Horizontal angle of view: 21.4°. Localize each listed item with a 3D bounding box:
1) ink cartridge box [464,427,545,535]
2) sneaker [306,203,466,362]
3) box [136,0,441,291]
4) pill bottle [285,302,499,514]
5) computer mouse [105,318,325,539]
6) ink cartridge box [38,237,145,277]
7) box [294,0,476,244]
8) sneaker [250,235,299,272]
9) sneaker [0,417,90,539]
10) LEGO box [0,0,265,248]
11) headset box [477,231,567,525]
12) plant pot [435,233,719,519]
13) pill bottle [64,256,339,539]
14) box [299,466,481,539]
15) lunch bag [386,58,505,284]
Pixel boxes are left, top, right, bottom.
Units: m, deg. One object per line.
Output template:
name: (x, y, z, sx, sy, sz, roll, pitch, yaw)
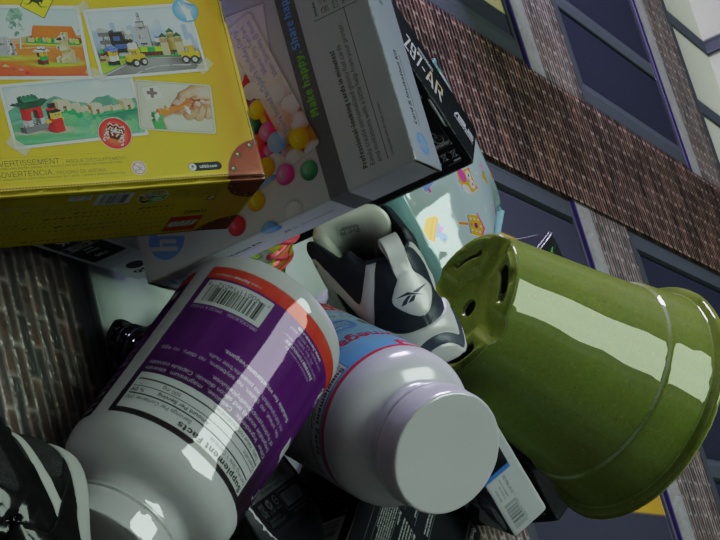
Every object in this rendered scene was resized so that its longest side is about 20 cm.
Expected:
ink cartridge box: (0.060, 0.142, 1.498, 0.100, 0.039, 0.200, 58, -18, -18)
sneaker: (0.000, 0.000, 1.431, 0.130, 0.079, 0.199, 69, -13, -16)
box: (-0.062, -0.097, 1.196, 0.041, 0.199, 0.157, 17, 54, -60)
pill bottle: (0.004, 0.095, 1.294, 0.200, 0.109, 0.109, 22, -25, 55)
computer mouse: (-0.096, 0.119, 1.259, 0.201, 0.053, 0.138, 57, 23, 8)
ink cartridge box: (-0.174, -0.056, 1.238, 0.200, 0.039, 0.100, 22, 49, -58)
box: (-0.039, -0.110, 1.401, 0.161, 0.199, 0.044, 53, 26, -27)
sneaker: (-0.064, -0.042, 1.355, 0.078, 0.090, 0.201, -47, 141, -52)
sneaker: (-0.183, 0.165, 0.983, 0.112, 0.073, 0.201, 32, 26, -48)
LEGO box: (-0.172, -0.098, 1.116, 0.199, 0.077, 0.150, -5, 69, -27)
headset box: (0.132, 0.088, 1.659, 0.174, 0.092, 0.201, -47, 116, -42)
plant pot: (0.150, 0.065, 1.490, 0.189, 0.200, 0.201, 30, 39, -28)
pill bottle: (-0.101, 0.093, 1.139, 0.113, 0.112, 0.200, 55, 48, -26)
box: (0.012, 0.205, 1.377, 0.142, 0.078, 0.200, 57, 24, -17)
lunch bag: (0.041, -0.074, 1.654, 0.171, 0.121, 0.200, 63, 17, -12)
